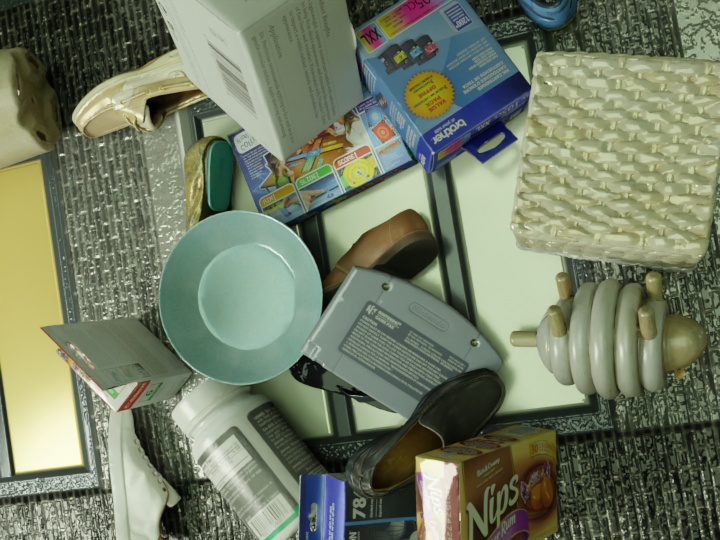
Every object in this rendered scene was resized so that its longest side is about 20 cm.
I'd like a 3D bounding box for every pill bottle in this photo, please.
[{"bbox_3d":[-0.126,0.220,0.977,0.113,0.113,0.200,-43,79,12],"label":"pill bottle"}]

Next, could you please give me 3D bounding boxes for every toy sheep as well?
[{"bbox_3d":[0.254,0.069,0.860,0.200,0.138,0.138,3,91,30],"label":"toy sheep"}]

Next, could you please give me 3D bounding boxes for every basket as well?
[{"bbox_3d":[0.264,-0.108,0.842,0.199,0.161,0.199,9,91,14],"label":"basket"}]

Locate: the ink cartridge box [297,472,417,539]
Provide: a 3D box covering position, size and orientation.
[{"bbox_3d":[0.031,0.274,0.917,0.199,0.039,0.100,1,91,-17],"label":"ink cartridge box"}]

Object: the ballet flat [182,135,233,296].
[{"bbox_3d":[-0.194,-0.067,1.029,0.071,0.071,0.201,3,91,16],"label":"ballet flat"}]

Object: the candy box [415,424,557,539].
[{"bbox_3d":[0.135,0.234,0.855,0.056,0.200,0.117,-1,89,38],"label":"candy box"}]

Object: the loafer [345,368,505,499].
[{"bbox_3d":[0.078,0.176,0.869,0.200,0.072,0.073,-38,94,-12],"label":"loafer"}]

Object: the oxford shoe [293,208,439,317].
[{"bbox_3d":[0.000,0.000,0.977,0.200,0.071,0.071,-34,51,16],"label":"oxford shoe"}]

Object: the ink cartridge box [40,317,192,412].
[{"bbox_3d":[-0.295,0.112,0.981,0.109,0.200,0.050,41,100,13],"label":"ink cartridge box"}]

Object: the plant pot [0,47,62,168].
[{"bbox_3d":[-0.498,-0.201,1.063,0.183,0.200,0.201,-10,87,4],"label":"plant pot"}]

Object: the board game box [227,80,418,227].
[{"bbox_3d":[-0.048,-0.147,0.996,0.200,0.034,0.136,-25,82,15],"label":"board game box"}]

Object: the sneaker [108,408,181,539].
[{"bbox_3d":[-0.277,0.267,1.056,0.084,0.073,0.201,-7,81,-14],"label":"sneaker"}]

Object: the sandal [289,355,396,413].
[{"bbox_3d":[0.008,0.126,0.973,0.200,0.043,0.076,6,91,14],"label":"sandal"}]

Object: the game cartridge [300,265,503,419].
[{"bbox_3d":[0.051,0.087,0.921,0.200,0.042,0.133,33,88,-6],"label":"game cartridge"}]

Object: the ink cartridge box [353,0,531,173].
[{"bbox_3d":[0.094,-0.205,0.918,0.136,0.076,0.200,-34,82,-4],"label":"ink cartridge box"}]

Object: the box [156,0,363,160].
[{"bbox_3d":[-0.115,-0.266,0.897,0.131,0.199,0.200,-39,62,-15],"label":"box"}]

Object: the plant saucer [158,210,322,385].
[{"bbox_3d":[-0.136,0.031,0.965,0.200,0.039,0.202,0,90,12],"label":"plant saucer"}]

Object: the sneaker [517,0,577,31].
[{"bbox_3d":[0.174,-0.358,0.911,0.066,0.078,0.200,-33,79,16],"label":"sneaker"}]

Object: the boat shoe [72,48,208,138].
[{"bbox_3d":[-0.272,-0.211,1.043,0.200,0.074,0.069,-25,77,14],"label":"boat shoe"}]
